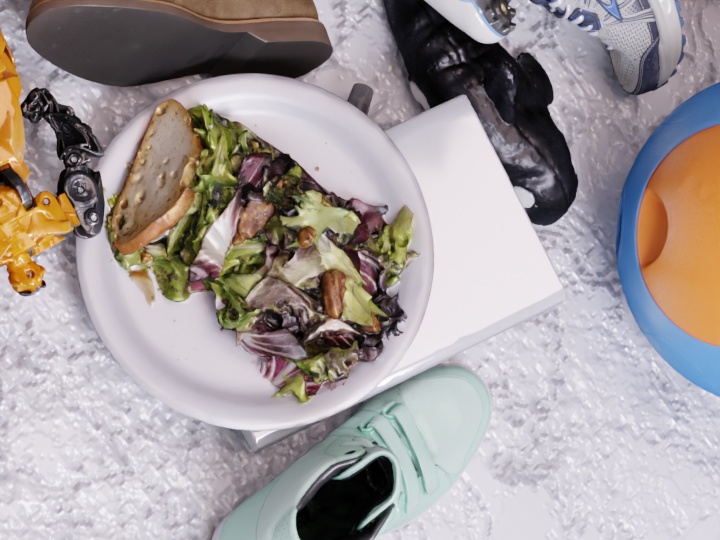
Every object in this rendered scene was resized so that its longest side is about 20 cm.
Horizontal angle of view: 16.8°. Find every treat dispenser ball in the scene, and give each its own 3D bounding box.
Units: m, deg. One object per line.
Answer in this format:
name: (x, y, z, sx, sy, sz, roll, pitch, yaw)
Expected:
treat dispenser ball: (0.251, -0.018, 1.443, 0.199, 0.201, 0.203, 6, 77, -26)

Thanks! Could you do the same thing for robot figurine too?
robot figurine: (-0.223, -0.075, 1.293, 0.144, 0.058, 0.201, -29, 93, -28)

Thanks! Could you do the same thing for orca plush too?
orca plush: (0.079, -0.122, 1.450, 0.105, 0.071, 0.202, -19, 88, -29)

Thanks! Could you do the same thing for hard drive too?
hard drive: (0.000, 0.000, 1.373, 0.199, 0.026, 0.133, -25, 82, -15)

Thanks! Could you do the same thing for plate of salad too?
plate of salad: (-0.055, -0.014, 1.329, 0.198, 0.048, 0.202, 2, 76, -9)

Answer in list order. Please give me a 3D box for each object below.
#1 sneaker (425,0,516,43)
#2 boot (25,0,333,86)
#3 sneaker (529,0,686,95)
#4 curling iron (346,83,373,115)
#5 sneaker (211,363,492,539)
sneaker: (0.012, -0.201, 1.417, 0.200, 0.073, 0.072, 46, 21, 8)
boot: (-0.108, -0.150, 1.359, 0.199, 0.073, 0.076, -1, 68, -43)
sneaker: (0.134, -0.180, 1.465, 0.085, 0.077, 0.201, -28, 131, -7)
curling iron: (-0.019, -0.011, 1.402, 0.049, 0.026, 0.202, 15, 74, -17)
sneaker: (0.020, 0.111, 1.345, 0.200, 0.118, 0.074, -35, 94, -29)
